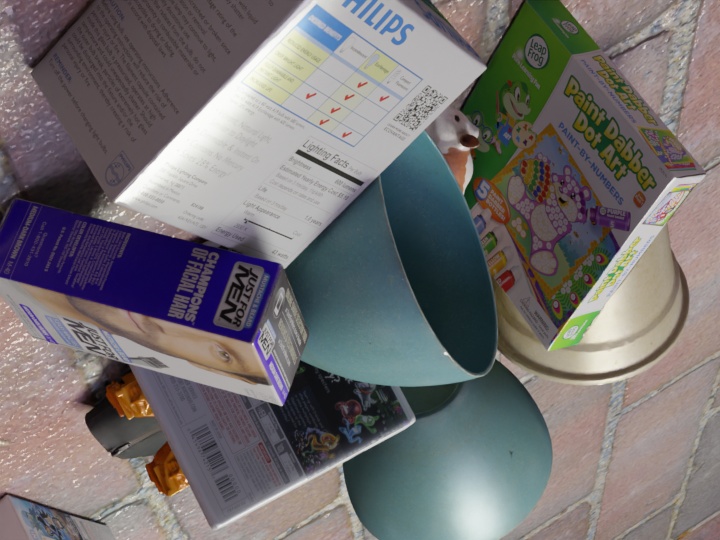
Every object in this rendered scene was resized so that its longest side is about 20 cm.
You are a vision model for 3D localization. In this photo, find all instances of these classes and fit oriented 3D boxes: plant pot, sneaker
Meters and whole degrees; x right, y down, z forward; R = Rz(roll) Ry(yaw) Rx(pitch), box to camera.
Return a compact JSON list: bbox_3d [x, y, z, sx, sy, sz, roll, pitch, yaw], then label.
[{"bbox_3d":[0.200,-0.032,1.402,0.199,0.201,0.184,-28,141,-15],"label":"plant pot"},{"bbox_3d":[0.000,0.000,1.146,0.134,0.202,0.200,-19,159,20],"label":"plant pot"},{"bbox_3d":[0.067,0.140,1.436,0.199,0.200,0.135,-31,135,-9],"label":"plant pot"},{"bbox_3d":[-0.140,0.132,1.350,0.106,0.075,0.200,-38,132,17],"label":"sneaker"}]

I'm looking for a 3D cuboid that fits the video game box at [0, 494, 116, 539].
[{"bbox_3d":[-0.240,0.305,1.383,0.047,0.201,0.182,-36,153,4],"label":"video game box"}]

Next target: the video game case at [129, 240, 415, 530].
[{"bbox_3d":[-0.080,0.069,1.205,0.181,0.201,0.023,-26,172,-19],"label":"video game case"}]

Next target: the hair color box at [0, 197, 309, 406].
[{"bbox_3d":[-0.143,0.022,1.056,0.110,0.198,0.065,72,33,-62],"label":"hair color box"}]

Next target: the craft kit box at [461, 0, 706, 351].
[{"bbox_3d":[0.154,-0.075,1.240,0.048,0.201,0.198,-7,141,-41],"label":"craft kit box"}]

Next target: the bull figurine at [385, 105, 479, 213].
[{"bbox_3d":[0.034,-0.045,1.272,0.120,0.065,0.201,-7,127,-15],"label":"bull figurine"}]

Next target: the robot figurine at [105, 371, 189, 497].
[{"bbox_3d":[-0.097,0.085,1.251,0.199,0.146,0.058,-30,-166,-22],"label":"robot figurine"}]

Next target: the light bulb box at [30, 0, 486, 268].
[{"bbox_3d":[-0.060,-0.128,0.987,0.200,0.125,0.198,-44,152,14],"label":"light bulb box"}]
